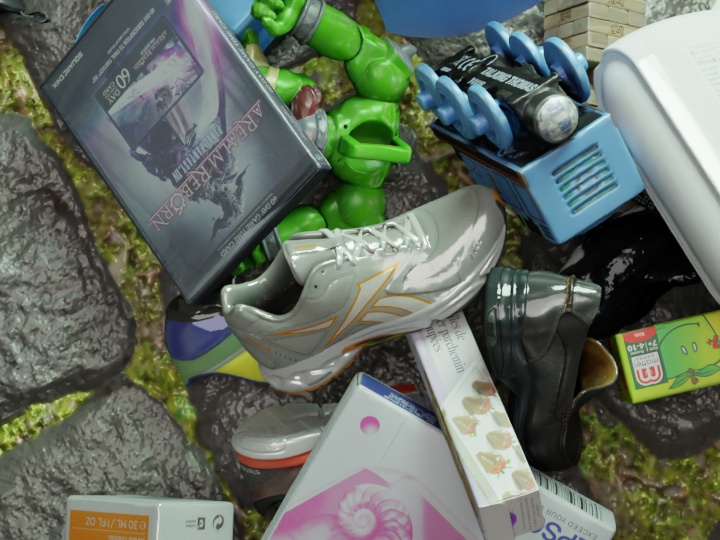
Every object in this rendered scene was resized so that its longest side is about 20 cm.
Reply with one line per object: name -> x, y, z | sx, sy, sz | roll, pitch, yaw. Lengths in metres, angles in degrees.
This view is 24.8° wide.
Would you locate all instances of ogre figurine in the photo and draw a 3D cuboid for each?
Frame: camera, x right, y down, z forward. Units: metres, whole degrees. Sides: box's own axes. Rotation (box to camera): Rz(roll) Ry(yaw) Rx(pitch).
ogre figurine -> -0.030, -0.092, 1.134 | 0.119, 0.098, 0.201 | 7, 86, -12

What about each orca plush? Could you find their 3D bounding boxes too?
orca plush -> 0.214, -0.003, 1.103 | 0.199, 0.106, 0.071 | -23, 36, -23

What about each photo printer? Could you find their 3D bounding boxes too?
photo printer -> 0.250, -0.082, 1.031 | 0.166, 0.070, 0.200 | -13, 58, -24

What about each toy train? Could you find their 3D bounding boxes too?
toy train -> 0.103, -0.092, 1.072 | 0.087, 0.200, 0.115 | -31, 110, -7

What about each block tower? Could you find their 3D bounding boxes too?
block tower -> 0.163, -0.128, 1.140 | 0.058, 0.054, 0.201 | 7, 82, -29

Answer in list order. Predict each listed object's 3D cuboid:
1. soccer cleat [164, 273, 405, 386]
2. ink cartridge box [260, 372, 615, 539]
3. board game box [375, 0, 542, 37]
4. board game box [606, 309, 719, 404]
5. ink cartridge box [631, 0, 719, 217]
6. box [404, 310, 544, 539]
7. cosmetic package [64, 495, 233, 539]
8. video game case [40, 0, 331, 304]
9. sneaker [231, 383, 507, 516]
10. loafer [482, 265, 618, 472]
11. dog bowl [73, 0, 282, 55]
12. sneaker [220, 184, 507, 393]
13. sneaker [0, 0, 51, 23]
soccer cleat -> -0.038, 0.042, 1.157 | 0.199, 0.065, 0.084 | -5, 112, 1
ink cartridge box -> 0.035, 0.200, 1.087 | 0.196, 0.043, 0.200 | 29, 101, -3
board game box -> 0.068, -0.240, 1.071 | 0.157, 0.200, 0.039 | -22, 54, 4
board game box -> 0.269, 0.043, 1.093 | 0.199, 0.102, 0.048 | -14, 86, 4
ink cartridge box -> 0.250, -0.105, 1.116 | 0.099, 0.039, 0.200 | 30, 53, 9
box -> 0.067, 0.084, 1.038 | 0.039, 0.042, 0.200 | -16, 43, -4
cosmetic package -> -0.147, 0.255, 1.106 | 0.101, 0.071, 0.201 | -4, 81, 42
video game case -> -0.123, -0.099, 1.112 | 0.143, 0.019, 0.200 | -44, 71, 25
sneaker -> 0.014, 0.132, 1.138 | 0.199, 0.077, 0.082 | -4, 111, 4
loafer -> 0.130, 0.072, 1.060 | 0.072, 0.200, 0.073 | -1, 57, 16
dog bowl -> -0.118, -0.178, 1.188 | 0.111, 0.050, 0.200 | 43, 90, 9
sneaker -> 0.000, 0.000, 1.053 | 0.200, 0.092, 0.076 | -34, 40, 10
sneaker -> -0.262, -0.244, 1.204 | 0.200, 0.078, 0.140 | -40, 82, 10
